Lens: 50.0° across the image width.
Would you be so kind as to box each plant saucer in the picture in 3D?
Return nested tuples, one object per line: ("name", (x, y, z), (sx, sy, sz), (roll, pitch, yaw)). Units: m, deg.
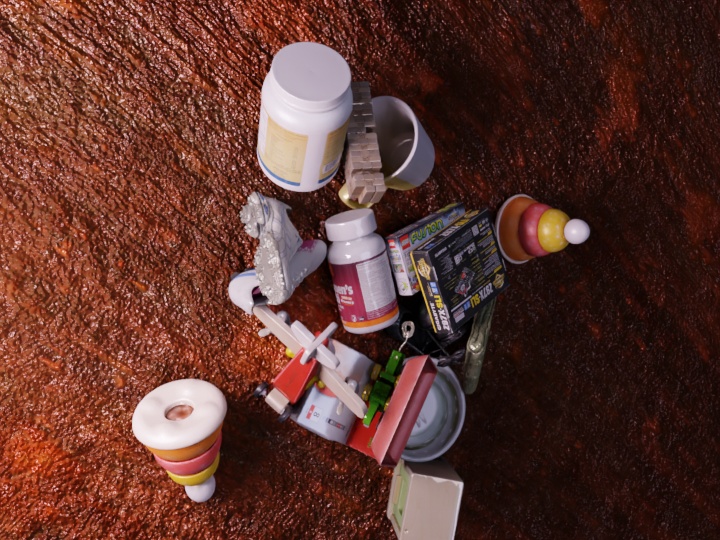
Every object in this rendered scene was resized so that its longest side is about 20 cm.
("plant saucer", (0.109, 0.268, 1.514), (0.195, 0.050, 0.206), (0, 89, -19))
("plant saucer", (0.077, 0.252, 1.393), (0.203, 0.036, 0.200), (-65, 164, -9))

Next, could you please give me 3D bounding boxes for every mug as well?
("mug", (0.047, -0.208, 1.386), (0.152, 0.183, 0.153), (17, 58, -62))

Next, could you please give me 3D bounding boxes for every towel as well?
("towel", (0.236, 0.130, 1.536), (0.150, 0.036, 0.202), (91, 15, -46))

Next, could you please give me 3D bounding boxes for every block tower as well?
("block tower", (-0.003, -0.217, 1.285), (0.053, 0.058, 0.205), (-5, 75, -16))

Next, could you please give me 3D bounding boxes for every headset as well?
("headset", (0.166, 0.096, 1.489), (0.123, 0.093, 0.203), (36, 43, -30))

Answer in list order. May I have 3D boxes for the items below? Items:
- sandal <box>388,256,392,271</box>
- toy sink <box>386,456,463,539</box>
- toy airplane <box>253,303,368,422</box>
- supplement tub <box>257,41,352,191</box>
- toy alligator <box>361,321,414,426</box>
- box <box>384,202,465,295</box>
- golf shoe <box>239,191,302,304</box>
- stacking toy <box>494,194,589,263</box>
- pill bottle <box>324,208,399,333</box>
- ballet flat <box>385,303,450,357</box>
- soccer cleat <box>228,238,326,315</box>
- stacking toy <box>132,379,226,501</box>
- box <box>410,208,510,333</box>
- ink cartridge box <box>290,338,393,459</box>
("sandal", (0.141, -0.025, 1.513), (0.203, 0.059, 0.081), (-8, 101, -35))
("toy sink", (0.118, 0.440, 1.507), (0.109, 0.200, 0.134), (11, 91, -5))
("toy airplane", (-0.084, 0.149, 1.299), (0.141, 0.195, 0.205), (-36, 120, -52))
("supplement tub", (-0.088, -0.240, 1.221), (0.141, 0.201, 0.147), (6, 57, -9))
("toy alligator", (0.055, 0.191, 1.416), (0.054, 0.058, 0.203), (68, 46, -73))
("box", (0.133, -0.043, 1.438), (0.198, 0.034, 0.112), (-29, 107, -39))
("golf shoe", (-0.128, -0.038, 1.260), (0.096, 0.078, 0.204), (5, 57, -35))
("stacking toy", (0.386, -0.081, 1.594), (0.143, 0.198, 0.150), (-5, 98, -33))
("pill bottle", (0.000, 0.000, 1.385), (0.108, 0.109, 0.204), (-23, 109, -30))
("ballet flat", (0.109, 0.121, 1.509), (0.199, 0.056, 0.067), (39, 73, -32))
("soccer cleat", (-0.126, 0.016, 1.306), (0.197, 0.086, 0.071), (-27, 138, -26))
("stacking toy", (-0.273, 0.291, 1.229), (0.144, 0.145, 0.204), (-24, 126, -30))
("box", (0.189, -0.003, 1.432), (0.199, 0.049, 0.163), (-34, 113, -38))
("ink cartridge box", (-0.011, 0.240, 1.418), (0.197, 0.050, 0.165), (28, 79, -17))
